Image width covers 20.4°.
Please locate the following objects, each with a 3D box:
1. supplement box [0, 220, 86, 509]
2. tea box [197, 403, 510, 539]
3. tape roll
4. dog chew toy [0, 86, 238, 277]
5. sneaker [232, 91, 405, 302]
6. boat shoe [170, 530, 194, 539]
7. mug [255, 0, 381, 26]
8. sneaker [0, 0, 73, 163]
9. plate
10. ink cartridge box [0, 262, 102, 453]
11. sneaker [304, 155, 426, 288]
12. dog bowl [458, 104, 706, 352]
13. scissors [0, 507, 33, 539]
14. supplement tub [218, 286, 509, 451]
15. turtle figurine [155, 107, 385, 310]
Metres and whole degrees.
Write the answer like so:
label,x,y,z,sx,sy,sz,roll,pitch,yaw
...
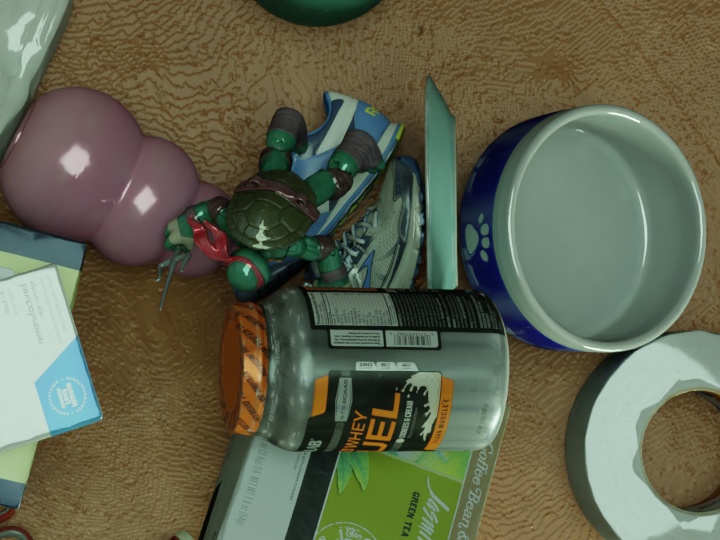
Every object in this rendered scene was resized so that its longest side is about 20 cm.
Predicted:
label,x,y,z,sx,sy,sz,roll,pitch,yaw
supplement box,-0.299,0.064,1.531,0.134,0.200,0.201,14,86,-8
tea box,-0.011,0.179,1.581,0.196,0.134,0.201,20,66,-9
tape roll,0.276,0.151,1.686,0.199,0.066,0.201,0,88,-9
dog chew toy,-0.186,-0.061,1.601,0.199,0.124,0.125,28,83,-15
sneaker,-0.049,-0.061,1.645,0.082,0.074,0.200,38,77,1
boat shoe,-0.118,0.308,1.609,0.062,0.071,0.200,-30,86,-23
mug,-0.043,-0.277,1.633,0.184,0.114,0.153,-23,91,-10
sneaker,-0.308,-0.150,1.612,0.088,0.075,0.201,23,74,-3
plate,0.065,-0.055,1.594,0.025,0.200,0.201,-1,87,4
ink cartridge box,-0.291,0.079,1.395,0.199,0.068,0.117,-18,90,-9
sneaker,0.000,0.000,1.616,0.085,0.077,0.201,12,109,-7
dog bowl,0.182,-0.033,1.642,0.199,0.079,0.201,1,87,-30
scissors,-0.343,0.244,1.569,0.200,0.014,0.073,-34,79,-30
supplement tub,0.000,0.073,1.483,0.199,0.123,0.123,1,87,-14
turtle figurine,-0.065,-0.034,1.534,0.149,0.101,0.200,29,56,0
